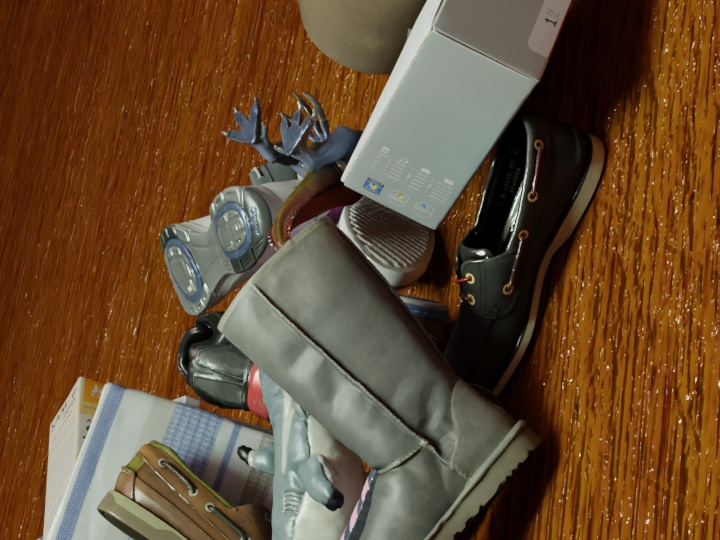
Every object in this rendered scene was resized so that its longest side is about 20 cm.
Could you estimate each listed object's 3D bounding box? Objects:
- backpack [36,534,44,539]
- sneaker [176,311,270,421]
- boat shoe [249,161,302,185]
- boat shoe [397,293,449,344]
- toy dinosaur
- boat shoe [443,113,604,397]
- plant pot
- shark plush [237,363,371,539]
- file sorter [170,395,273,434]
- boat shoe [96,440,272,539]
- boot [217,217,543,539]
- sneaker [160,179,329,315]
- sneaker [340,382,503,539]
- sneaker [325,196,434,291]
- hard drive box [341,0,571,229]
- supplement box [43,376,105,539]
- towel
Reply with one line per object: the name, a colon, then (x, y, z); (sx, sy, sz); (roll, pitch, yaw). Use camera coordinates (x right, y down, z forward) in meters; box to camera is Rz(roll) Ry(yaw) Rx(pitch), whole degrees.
backpack: (-0.278, 0.332, 1.721); (0.200, 0.150, 0.178); (-42, -34, -50)
sneaker: (-0.088, 0.061, 1.541); (0.200, 0.097, 0.071); (-65, -15, -78)
boat shoe: (-0.065, -0.033, 1.624); (0.200, 0.061, 0.073); (-90, -16, -56)
boat shoe: (0.011, 0.069, 1.401); (0.200, 0.072, 0.073); (136, 143, -67)
toy dinosaur: (-0.013, -0.075, 1.440); (0.105, 0.181, 0.201); (-7, 69, 39)
boat shoe: (0.087, -0.003, 1.274); (0.202, 0.063, 0.074); (-68, 23, 11)
plant pot: (0.021, -0.243, 1.497); (0.175, 0.199, 0.201); (109, 167, -52)
shark plush: (-0.053, 0.115, 1.349); (0.083, 0.091, 0.201); (-33, 73, 22)
file sorter: (-0.129, 0.192, 1.546); (0.200, 0.124, 0.140); (-23, 52, 63)
boat shoe: (-0.082, 0.189, 1.370); (0.068, 0.199, 0.072); (-56, -4, -17)
boot: (-0.012, 0.094, 1.212); (0.182, 0.200, 0.073); (-48, -8, -9)
sneaker: (-0.088, -0.019, 1.519); (0.200, 0.087, 0.075); (-23, 85, 58)
sneaker: (0.027, 0.156, 1.281); (0.201, 0.070, 0.082); (-59, 0, 6)
sneaker: (0.001, 0.000, 1.482); (0.201, 0.072, 0.115); (-99, 30, -69)
hard drive box: (0.072, -0.145, 1.310); (0.156, 0.076, 0.200); (-66, 4, -30)
supplement box: (-0.201, 0.199, 1.717); (0.074, 0.125, 0.201); (-56, 27, 35)
towel: (-0.115, 0.176, 1.421); (0.024, 0.199, 0.148); (119, 169, -74)
